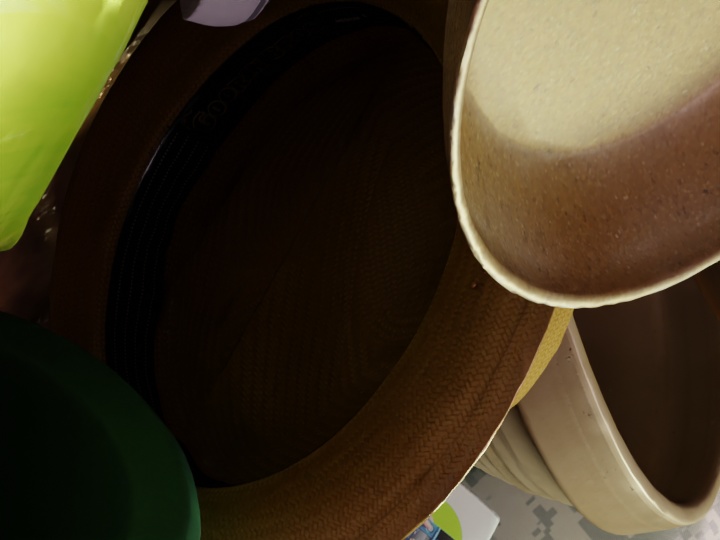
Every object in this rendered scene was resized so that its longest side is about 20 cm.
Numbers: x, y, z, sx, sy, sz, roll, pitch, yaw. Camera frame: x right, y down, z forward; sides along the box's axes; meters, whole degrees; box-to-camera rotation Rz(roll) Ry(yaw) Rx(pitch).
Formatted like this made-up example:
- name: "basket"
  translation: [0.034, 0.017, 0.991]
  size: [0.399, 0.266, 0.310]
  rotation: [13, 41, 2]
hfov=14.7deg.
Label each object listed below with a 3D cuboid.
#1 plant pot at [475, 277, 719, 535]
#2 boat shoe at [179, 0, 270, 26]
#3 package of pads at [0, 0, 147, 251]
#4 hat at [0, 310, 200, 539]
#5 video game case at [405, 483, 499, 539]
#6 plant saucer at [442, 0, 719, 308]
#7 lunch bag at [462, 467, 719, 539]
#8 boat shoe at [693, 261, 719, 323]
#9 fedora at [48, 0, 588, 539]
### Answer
- name: "plant pot"
  translation: [0.047, -0.010, 0.909]
  size: [0.092, 0.202, 0.201]
  rotation: [-12, 166, 22]
- name: "boat shoe"
  translation: [0.006, -0.127, 0.692]
  size: [0.066, 0.070, 0.200]
  rotation: [9, 142, -16]
- name: "package of pads"
  translation: [-0.108, -0.083, 0.630]
  size: [0.154, 0.068, 0.200]
  rotation: [-12, 142, -49]
- name: "hat"
  translation: [-0.140, 0.116, 0.755]
  size: [0.165, 0.200, 0.177]
  rotation: [-5, 124, -24]
- name: "video game case"
  translation: [-0.066, 0.137, 0.868]
  size: [0.200, 0.045, 0.182]
  rotation: [-4, -131, 59]
- name: "plant saucer"
  translation: [0.085, -0.083, 0.649]
  size: [0.200, 0.035, 0.201]
  rotation: [-31, 144, -26]
- name: "lunch bag"
  translation: [0.075, 0.074, 1.052]
  size: [0.200, 0.168, 0.139]
  rotation: [-42, 157, -4]
- name: "boat shoe"
  translation: [0.113, -0.064, 0.850]
  size: [0.070, 0.070, 0.200]
  rotation: [-38, 119, -20]
- name: "fedora"
  translation: [0.000, 0.000, 0.776]
  size: [0.082, 0.201, 0.201]
  rotation: [20, 115, -47]
